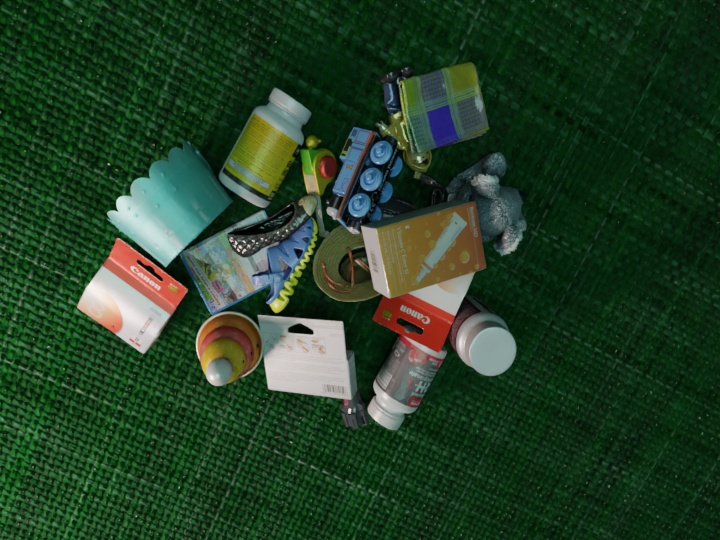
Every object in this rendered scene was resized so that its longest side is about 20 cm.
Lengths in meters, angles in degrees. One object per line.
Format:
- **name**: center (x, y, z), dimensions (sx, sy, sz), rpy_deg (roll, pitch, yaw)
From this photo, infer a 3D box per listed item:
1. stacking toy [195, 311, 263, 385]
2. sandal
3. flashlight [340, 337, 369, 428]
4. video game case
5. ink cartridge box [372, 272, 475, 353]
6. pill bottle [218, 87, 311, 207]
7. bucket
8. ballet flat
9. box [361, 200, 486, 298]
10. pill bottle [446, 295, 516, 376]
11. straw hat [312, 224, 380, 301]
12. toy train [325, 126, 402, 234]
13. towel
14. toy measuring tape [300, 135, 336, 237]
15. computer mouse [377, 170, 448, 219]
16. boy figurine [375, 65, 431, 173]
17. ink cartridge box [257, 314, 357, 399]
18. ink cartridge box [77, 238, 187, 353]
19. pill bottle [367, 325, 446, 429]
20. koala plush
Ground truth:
- **stacking toy**: center (-0.268, 0.177, 1.045), dimensions (0.141, 0.200, 0.151), rpy_deg (-1, 103, -5)
- **sandal**: center (-0.152, -0.023, 1.061), dimensions (0.086, 0.079, 0.204), rpy_deg (28, 80, -18)
- **flashlight**: center (-0.038, 0.243, 1.157), dimensions (0.066, 0.068, 0.206), rpy_deg (-16, 107, -7)
- **video game case**: center (-0.254, -0.016, 1.100), dimensions (0.196, 0.018, 0.146), rpy_deg (-26, 104, 0)
- **ink cartridge box**: center (0.131, 0.038, 1.081), dimensions (0.159, 0.050, 0.204), rpy_deg (24, 76, 11)
- **pill bottle**: center (-0.177, -0.234, 1.014), dimensions (0.111, 0.113, 0.203), rpy_deg (30, 98, -11)
- **bucket**: center (-0.343, -0.117, 0.980), dimensions (0.206, 0.207, 0.135), rpy_deg (-42, 105, 4)
- **ballet flat**: center (-0.171, -0.091, 1.043), dimensions (0.197, 0.067, 0.057), rpy_deg (-30, 127, 6)
- **box**: center (0.115, -0.043, 0.973), dimensions (0.195, 0.097, 0.128), rpy_deg (-16, 102, -14)
- **pill bottle**: center (0.238, 0.131, 1.089), dimensions (0.110, 0.200, 0.118), rpy_deg (-1, 102, -5)
- **straw hat**: center (0.000, 0.000, 1.092), dimensions (0.195, 0.205, 0.086), rpy_deg (-14, 145, -2)
- **toy train**: center (0.003, -0.173, 1.026), dimensions (0.112, 0.086, 0.205), rpy_deg (20, 84, 29)
- **towel**: center (0.167, -0.321, 1.043), dimensions (0.196, 0.023, 0.148), rpy_deg (-21, 105, -26)
- **toy measuring tape**: center (-0.074, -0.171, 1.068), dimensions (0.071, 0.074, 0.205), rpy_deg (-12, 115, -3)
- **computer mouse**: center (0.076, -0.138, 1.058), dimensions (0.196, 0.046, 0.144), rpy_deg (21, 91, 18)
- **boy figurine**: center (0.090, -0.290, 1.056), dimensions (0.121, 0.064, 0.206), rpy_deg (-16, 101, -9)
- **ink cartridge box**: center (-0.109, 0.170, 1.092), dimensions (0.194, 0.044, 0.179), rpy_deg (2, 110, 19)
- **ink cartridge box**: center (-0.441, 0.056, 1.025), dimensions (0.161, 0.051, 0.200), rpy_deg (38, 130, -11)
- **pill bottle**: center (0.094, 0.231, 1.140), dimensions (0.109, 0.111, 0.204), rpy_deg (26, 98, -11)
- **koala plush**: center (0.249, -0.117, 1.038), dimensions (0.180, 0.200, 0.181), rpy_deg (-24, 104, 0)
